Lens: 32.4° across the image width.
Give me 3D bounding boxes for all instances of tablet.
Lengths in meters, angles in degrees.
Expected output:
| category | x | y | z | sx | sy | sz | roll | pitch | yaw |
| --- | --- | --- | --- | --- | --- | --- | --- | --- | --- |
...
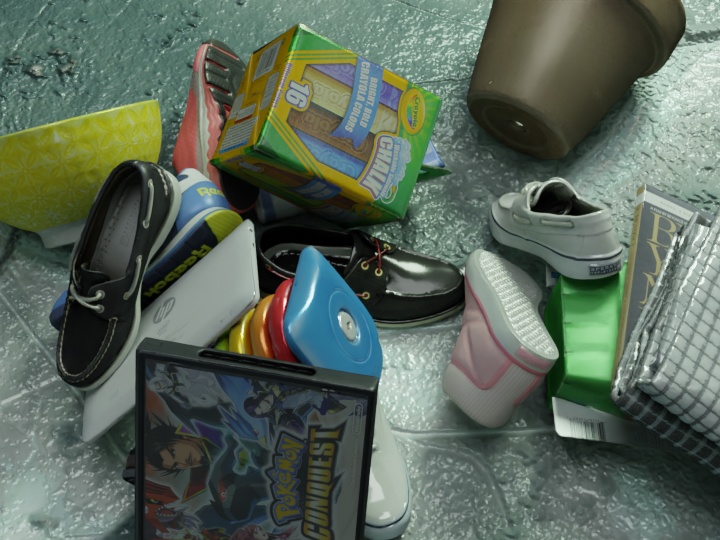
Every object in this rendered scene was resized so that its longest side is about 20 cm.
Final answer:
| category | x | y | z | sx | sy | sz | roll | pitch | yaw |
| --- | --- | --- | --- | --- | --- | --- | --- | --- | --- |
| tablet | -0.161 | 0.049 | 1.039 | 0.200 | 0.014 | 0.130 | -39 | 29 | 16 |

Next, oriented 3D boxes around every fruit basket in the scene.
| category | x | y | z | sx | sy | sz | roll | pitch | yaw |
| --- | --- | --- | --- | --- | --- | --- | --- | --- | --- |
| fruit basket | 0.257 | 0.077 | 1.065 | 0.199 | 0.094 | 0.186 | 10 | 54 | -10 |

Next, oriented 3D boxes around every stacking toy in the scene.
| category | x | y | z | sx | sy | sz | roll | pitch | yaw |
| --- | --- | --- | --- | --- | --- | --- | --- | --- | --- |
| stacking toy | -0.090 | 0.079 | 1.004 | 0.199 | 0.110 | 0.116 | -23 | 32 | 24 |

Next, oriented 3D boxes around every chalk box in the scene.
| category | x | y | z | sx | sy | sz | roll | pitch | yaw |
| --- | --- | --- | --- | --- | --- | --- | --- | --- | --- |
| chalk box | -0.014 | -0.116 | 1.139 | 0.199 | 0.124 | 0.124 | 25 | 76 | -22 |

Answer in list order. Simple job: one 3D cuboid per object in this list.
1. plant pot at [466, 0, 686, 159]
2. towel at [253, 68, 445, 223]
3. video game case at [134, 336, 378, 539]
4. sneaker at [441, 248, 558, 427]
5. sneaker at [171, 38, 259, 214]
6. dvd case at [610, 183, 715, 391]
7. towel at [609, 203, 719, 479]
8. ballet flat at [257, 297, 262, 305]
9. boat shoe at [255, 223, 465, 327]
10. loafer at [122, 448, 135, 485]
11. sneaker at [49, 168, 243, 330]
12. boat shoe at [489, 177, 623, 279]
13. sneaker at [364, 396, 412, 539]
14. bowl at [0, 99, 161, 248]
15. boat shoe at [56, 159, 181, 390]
| category | x | y | z | sx | sy | sz | roll | pitch | yaw |
| --- | --- | --- | --- | --- | --- | --- | --- | --- | --- |
| plant pot | 0.194 | -0.209 | 1.219 | 0.199 | 0.200 | 0.175 | 25 | 76 | 19 |
| towel | -0.032 | -0.129 | 1.250 | 0.199 | 0.024 | 0.147 | -17 | 56 | -10 |
| video game case | -0.083 | 0.157 | 0.942 | 0.180 | 0.201 | 0.026 | 9 | 25 | 9 |
| sneaker | 0.109 | 0.061 | 1.076 | 0.075 | 0.105 | 0.200 | 25 | 22 | -14 |
| sneaker | -0.155 | -0.137 | 1.216 | 0.086 | 0.074 | 0.201 | -22 | 58 | 31 |
| dvd case | 0.286 | 0.037 | 1.032 | 0.148 | 0.016 | 0.201 | 23 | 58 | -12 |
| towel | 0.298 | 0.063 | 0.969 | 0.165 | 0.086 | 0.201 | 33 | 58 | -5 |
| ballet flat | -0.110 | 0.035 | 1.103 | 0.067 | 0.046 | 0.200 | -47 | 51 | 21 |
| boat shoe | 0.000 | 0.002 | 1.130 | 0.200 | 0.063 | 0.074 | 8 | 51 | 6 |
| loafer | -0.094 | 0.149 | 1.003 | 0.199 | 0.072 | 0.063 | -1 | 68 | 15 |
| sneaker | -0.197 | -0.014 | 1.110 | 0.200 | 0.074 | 0.082 | -34 | 62 | 9 |
| boat shoe | 0.168 | -0.049 | 1.105 | 0.072 | 0.066 | 0.200 | -12 | 19 | -10 |
| sneaker | -0.010 | 0.126 | 1.032 | 0.073 | 0.071 | 0.201 | -17 | 55 | -10 |
| bowl | -0.271 | -0.082 | 1.157 | 0.199 | 0.200 | 0.108 | -16 | 97 | -10 |
| boat shoe | -0.211 | 0.003 | 1.035 | 0.074 | 0.060 | 0.201 | 25 | 90 | 19 |
